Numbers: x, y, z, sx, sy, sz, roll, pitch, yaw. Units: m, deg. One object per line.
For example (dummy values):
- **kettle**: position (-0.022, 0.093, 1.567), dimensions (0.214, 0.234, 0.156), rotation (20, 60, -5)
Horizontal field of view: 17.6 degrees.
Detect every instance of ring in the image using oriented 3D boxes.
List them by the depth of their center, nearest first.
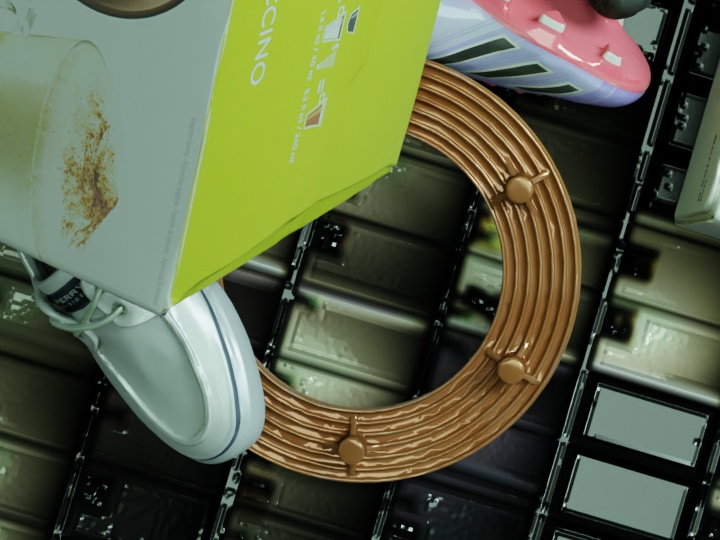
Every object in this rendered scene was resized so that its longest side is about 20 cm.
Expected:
- **ring**: position (0.000, 0.000, 1.056), dimensions (0.200, 0.019, 0.201), rotation (1, 99, 5)

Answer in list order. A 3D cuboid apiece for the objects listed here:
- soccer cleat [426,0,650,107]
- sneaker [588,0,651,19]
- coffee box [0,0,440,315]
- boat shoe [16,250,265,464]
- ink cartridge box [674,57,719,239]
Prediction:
- **soccer cleat**: position (0.036, -0.116, 1.067), dimensions (0.200, 0.067, 0.077), rotation (23, 125, -10)
- **sneaker**: position (0.153, -0.213, 1.056), dimensions (0.115, 0.076, 0.200), rotation (-1, 81, -8)
- **coffee box**: position (-0.088, -0.134, 0.927), dimensions (0.198, 0.200, 0.200), rotation (24, 118, 19)
- **boat shoe**: position (-0.119, 0.004, 1.036), dimensions (0.074, 0.067, 0.200), rotation (-38, 80, 32)
- **ink cartridge box**: position (0.260, -0.063, 1.057), dimensions (0.200, 0.088, 0.145), rotation (16, 87, -4)
